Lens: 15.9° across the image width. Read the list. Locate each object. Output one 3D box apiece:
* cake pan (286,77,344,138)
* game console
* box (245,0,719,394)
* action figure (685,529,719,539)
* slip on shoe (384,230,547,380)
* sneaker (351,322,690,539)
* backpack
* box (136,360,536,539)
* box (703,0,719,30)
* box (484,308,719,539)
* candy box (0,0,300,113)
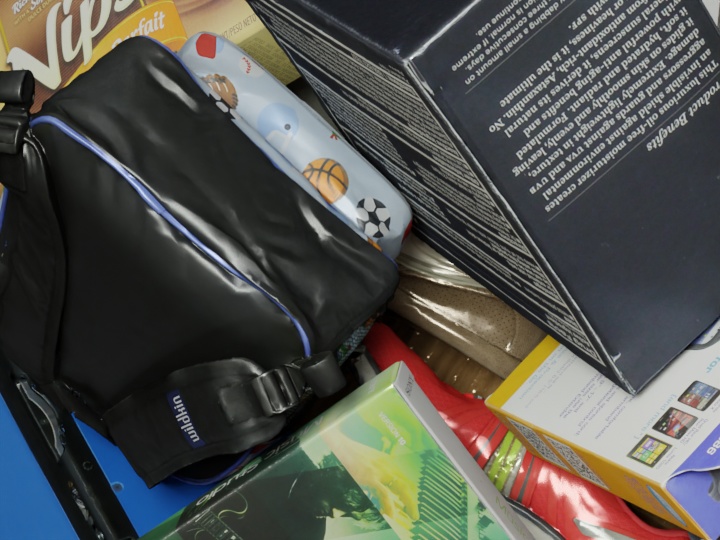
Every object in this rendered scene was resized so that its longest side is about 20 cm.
[{"bbox_3d":[-0.014,-0.138,1.280,0.200,0.037,0.200,-19,59,35],"label":"cake pan"},{"bbox_3d":[-0.142,0.091,1.281,0.171,0.118,0.200,-19,65,-29],"label":"game console"},{"bbox_3d":[0.063,-0.084,1.089,0.123,0.198,0.200,-41,35,-7],"label":"box"},{"bbox_3d":[0.212,0.066,1.109,0.102,0.119,0.200,43,49,-12],"label":"action figure"},{"bbox_3d":[0.000,0.000,1.260,0.200,0.076,0.061,18,87,11],"label":"slip on shoe"},{"bbox_3d":[0.078,0.088,1.209,0.200,0.077,0.085,42,86,11],"label":"sneaker"},{"bbox_3d":[-0.082,0.000,1.171,0.200,0.191,0.154,46,50,7],"label":"backpack"},{"bbox_3d":[-0.021,0.152,1.131,0.200,0.036,0.144,-36,101,13],"label":"box"},{"bbox_3d":[0.103,-0.098,1.280,0.200,0.049,0.082,4,72,13],"label":"box"},{"bbox_3d":[0.141,0.044,1.087,0.119,0.200,0.041,-46,113,-9],"label":"box"},{"bbox_3d":[-0.096,-0.126,1.280,0.200,0.055,0.116,-29,58,31],"label":"candy box"}]
